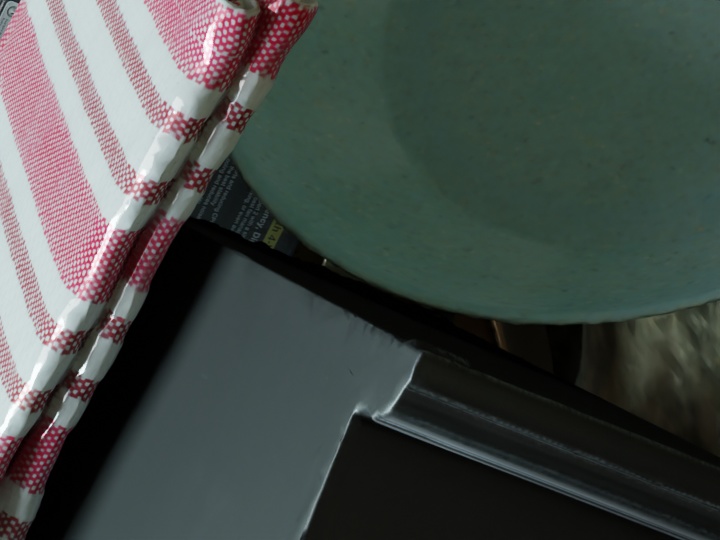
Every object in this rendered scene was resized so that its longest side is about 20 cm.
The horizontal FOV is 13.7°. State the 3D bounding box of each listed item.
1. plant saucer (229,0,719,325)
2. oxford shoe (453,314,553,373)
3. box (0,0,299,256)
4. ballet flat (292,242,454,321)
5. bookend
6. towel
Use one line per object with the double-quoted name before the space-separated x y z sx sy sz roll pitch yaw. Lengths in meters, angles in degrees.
"plant saucer" 0.062 -0.065 0.704 0.039 0.201 0.201 62 -167 -54
"oxford shoe" -0.007 -0.038 0.927 0.071 0.071 0.200 111 141 -63
"box" -0.067 -0.081 0.778 0.200 0.161 0.049 -63 24 16
"ballet flat" 0.000 0.000 0.854 0.068 0.068 0.200 86 -163 -77
"bookend" -0.021 0.102 0.635 0.199 0.092 0.200 -68 22 1
"towel" -0.074 -0.003 0.697 0.200 0.030 0.146 -61 22 17
